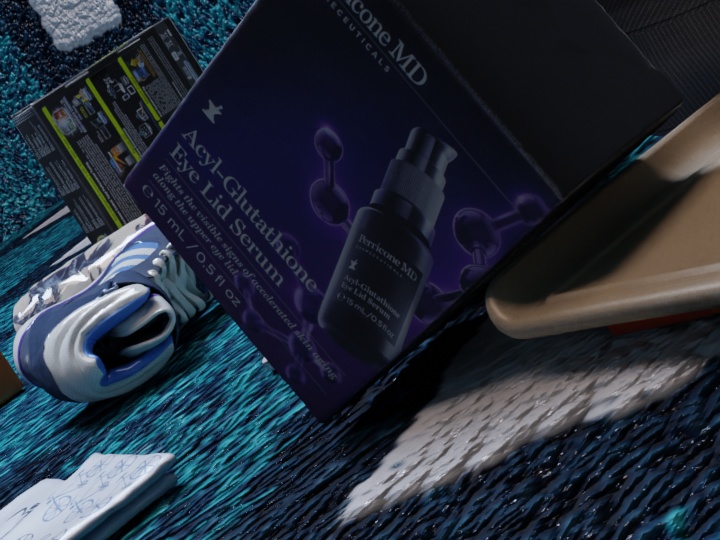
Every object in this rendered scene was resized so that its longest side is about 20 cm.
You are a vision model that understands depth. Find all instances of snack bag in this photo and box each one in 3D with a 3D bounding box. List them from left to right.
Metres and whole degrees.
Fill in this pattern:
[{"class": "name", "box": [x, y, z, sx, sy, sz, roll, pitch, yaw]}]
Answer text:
[{"class": "snack bag", "box": [-0.200, 0.157, 0.906, 0.188, 0.022, 0.199, -39, 11, -27]}]

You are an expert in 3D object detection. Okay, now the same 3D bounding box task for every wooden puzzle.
[{"class": "wooden puzzle", "box": [0.165, -0.030, 0.650, 0.185, 0.037, 0.199, -38, 16, -27]}]

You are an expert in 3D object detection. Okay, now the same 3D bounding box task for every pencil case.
[{"class": "pencil case", "box": [-0.179, 0.014, 1.360, 0.199, 0.090, 0.078, -33, 38, 4]}]

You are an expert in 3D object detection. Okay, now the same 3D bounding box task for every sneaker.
[{"class": "sneaker", "box": [-0.138, 0.025, 1.207, 0.199, 0.081, 0.146, -34, 18, -27]}]

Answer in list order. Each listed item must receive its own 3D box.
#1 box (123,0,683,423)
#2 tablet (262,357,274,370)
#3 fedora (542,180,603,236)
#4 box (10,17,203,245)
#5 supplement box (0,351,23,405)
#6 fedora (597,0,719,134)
[{"class": "box", "box": [0.012, -0.055, 0.747, 0.104, 0.148, 0.200, -36, -7, -43]}, {"class": "tablet", "box": [0.000, 0.000, 1.057, 0.129, 0.014, 0.200, -32, 11, 7]}, {"class": "fedora", "box": [0.044, -0.067, 0.922, 0.201, 0.176, 0.090, -53, -16, -15]}, {"class": "box", "box": [-0.171, -0.086, 1.448, 0.160, 0.201, 0.044, -40, 12, -33]}, {"class": "supplement box", "box": [-0.389, 0.131, 1.480, 0.199, 0.067, 0.069, -37, 14, -17]}, {"class": "fedora", "box": [0.178, -0.125, 0.835, 0.199, 0.091, 0.177, -27, 10, -16]}]
